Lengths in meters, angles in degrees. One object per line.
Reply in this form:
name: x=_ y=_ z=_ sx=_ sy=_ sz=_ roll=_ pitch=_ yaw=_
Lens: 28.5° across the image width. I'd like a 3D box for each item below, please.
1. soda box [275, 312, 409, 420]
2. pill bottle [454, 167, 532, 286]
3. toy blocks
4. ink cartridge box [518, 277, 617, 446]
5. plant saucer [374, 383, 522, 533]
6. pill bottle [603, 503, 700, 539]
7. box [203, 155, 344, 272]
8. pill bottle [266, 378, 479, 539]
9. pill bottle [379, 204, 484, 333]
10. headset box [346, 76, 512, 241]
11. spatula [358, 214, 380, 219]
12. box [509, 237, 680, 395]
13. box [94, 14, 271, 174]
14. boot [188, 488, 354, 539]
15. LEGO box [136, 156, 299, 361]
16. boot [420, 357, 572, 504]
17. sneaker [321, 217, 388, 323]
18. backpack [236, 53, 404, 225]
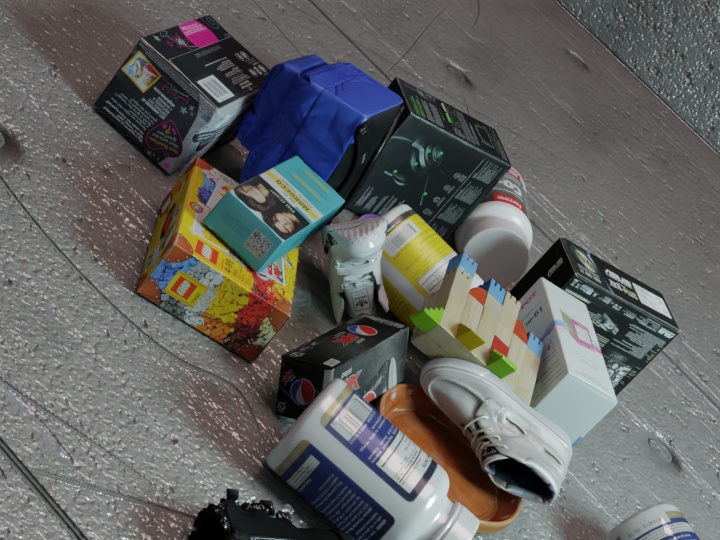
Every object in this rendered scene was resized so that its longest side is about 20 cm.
soda box: x=-0.016 y=0.106 z=1.526 sx=0.063 sy=0.071 sz=0.200 roll=13 pitch=16 yaw=23
pill bottle: x=0.192 y=-0.069 z=2.065 sx=0.114 sy=0.114 sz=0.200 roll=32 pitch=26 yaw=-16
toy blocks: x=0.143 y=0.072 z=1.660 sx=0.200 sy=0.100 sz=0.137 roll=42 pitch=42 yaw=-19
ink cartridge box: x=0.224 y=0.128 z=1.755 sx=0.084 sy=0.145 sz=0.200 roll=30 pitch=27 yaw=-21
plant saucer: x=0.093 y=0.211 z=1.574 sx=0.200 sy=0.032 sz=0.201 roll=32 pitch=26 yaw=-18
pill bottle: x=0.362 y=0.372 z=1.593 sx=0.111 sy=0.111 sz=0.200 roll=13 pitch=36 yaw=-44
box: x=-0.091 y=-0.066 z=1.561 sx=0.082 sy=0.049 sz=0.200 roll=43 pitch=24 yaw=3
pill bottle: x=0.015 y=0.209 z=1.376 sx=0.200 sy=0.111 sz=0.111 roll=41 pitch=25 yaw=1
pill bottle: x=0.086 y=0.022 z=1.776 sx=0.200 sy=0.111 sz=0.111 roll=46 pitch=26 yaw=10
headset box: x=0.074 y=-0.146 z=1.958 sx=0.199 sy=0.174 sz=0.093 roll=22 pitch=31 yaw=-31
spatula: x=0.075 y=-0.007 z=1.910 sx=0.200 sy=0.021 sz=0.057 roll=44 pitch=38 yaw=2
box: x=0.303 y=0.074 z=1.933 sx=0.199 sy=0.164 sz=0.086 roll=26 pitch=28 yaw=-26
box: x=-0.210 y=-0.218 z=1.750 sx=0.132 sy=0.115 sz=0.200 roll=43 pitch=26 yaw=2
boot: x=-0.054 y=0.278 z=1.213 sx=0.162 sy=0.073 sz=0.199 roll=23 pitch=23 yaw=-38
LEGO box: x=-0.150 y=-0.015 z=1.547 sx=0.149 sy=0.077 sz=0.200 roll=33 pitch=26 yaw=-17
boot: x=0.148 y=0.180 z=1.582 sx=0.199 sy=0.074 sz=0.096 roll=31 pitch=34 yaw=-3
sneaker: x=0.000 y=0.000 z=1.649 sx=0.200 sy=0.075 sz=0.116 roll=-161 pitch=-120 yaw=-83
backpack: x=-0.063 y=-0.154 z=1.756 sx=0.168 sy=0.201 sz=0.162 roll=36 pitch=26 yaw=15
